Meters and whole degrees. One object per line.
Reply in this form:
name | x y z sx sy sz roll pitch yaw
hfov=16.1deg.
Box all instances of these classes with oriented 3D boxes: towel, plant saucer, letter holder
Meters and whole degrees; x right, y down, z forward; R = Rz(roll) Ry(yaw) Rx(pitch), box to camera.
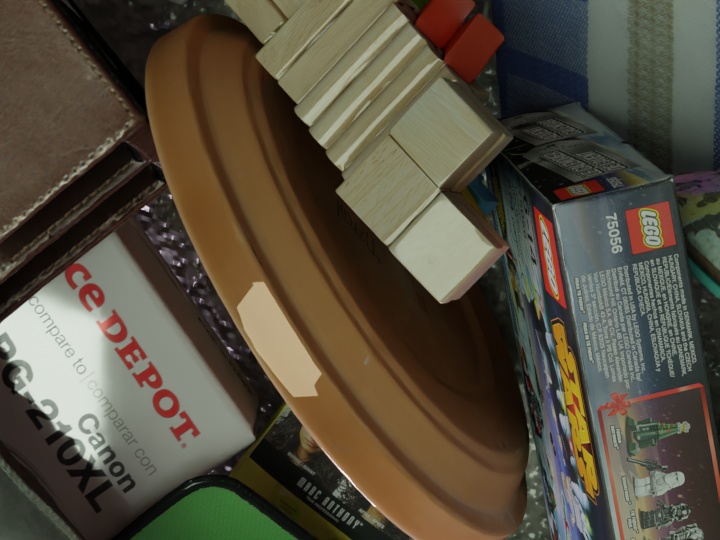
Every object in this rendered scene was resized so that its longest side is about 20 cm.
towel | 0.123 -0.053 0.799 0.200 0.024 0.147 24 134 35
plant saucer | 0.000 0.000 0.841 0.032 0.200 0.201 -32 96 15
letter holder | -0.176 -0.075 0.847 0.142 0.101 0.200 -39 82 1

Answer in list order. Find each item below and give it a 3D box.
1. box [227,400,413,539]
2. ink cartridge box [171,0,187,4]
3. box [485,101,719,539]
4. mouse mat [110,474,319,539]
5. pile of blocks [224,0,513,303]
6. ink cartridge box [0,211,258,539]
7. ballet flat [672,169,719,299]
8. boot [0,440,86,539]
box | -0.034 0.114 0.972 0.075 0.050 0.200 38 116 0
ink cartridge box | -0.047 -0.170 0.836 0.173 0.044 0.200 25 141 14
box | 0.081 0.058 0.793 0.040 0.137 0.201 -12 103 -5
mouse mat | -0.078 0.167 0.947 0.200 0.008 0.161 -37 128 15
pile of blocks | 0.016 -0.063 0.796 0.062 0.200 0.082 -45 131 12
ink cartridge box | -0.156 0.054 0.934 0.200 0.084 0.145 -35 95 0
ballet flat | 0.174 0.019 0.726 0.200 0.069 0.071 44 126 21
boot | -0.161 0.105 0.861 0.181 0.073 0.200 -15 123 32
